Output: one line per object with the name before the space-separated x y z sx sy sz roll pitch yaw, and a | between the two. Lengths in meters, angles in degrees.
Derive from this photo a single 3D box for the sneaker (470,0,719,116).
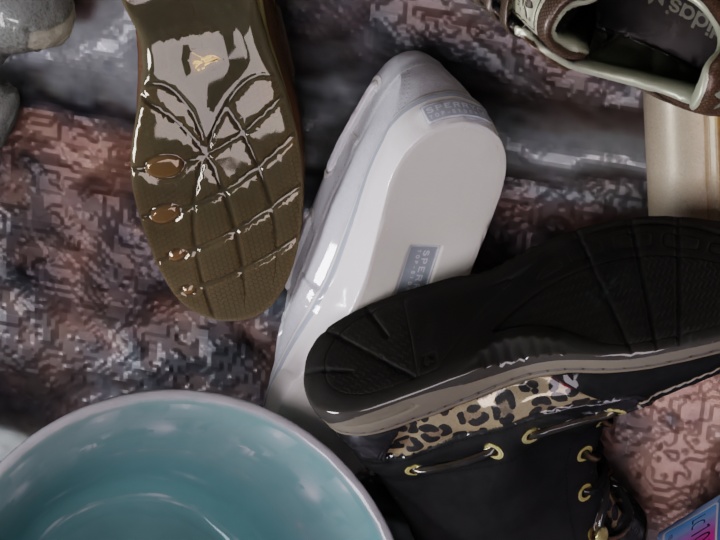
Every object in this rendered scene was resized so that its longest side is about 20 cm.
sneaker | 0.073 -0.119 1.016 0.199 0.075 0.071 26 121 21

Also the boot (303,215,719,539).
boot | 0.091 0.063 1.099 0.199 0.073 0.151 -17 135 9

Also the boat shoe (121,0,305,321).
boat shoe | -0.057 -0.080 1.097 0.071 0.068 0.202 -3 111 12

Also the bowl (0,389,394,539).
bowl | -0.087 0.151 1.122 0.199 0.105 0.203 1 86 -15

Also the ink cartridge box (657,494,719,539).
ink cartridge box | 0.237 0.120 1.089 0.199 0.077 0.136 -34 113 26

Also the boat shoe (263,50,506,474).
boat shoe | 0.000 0.000 1.118 0.071 0.069 0.201 -1 129 -21

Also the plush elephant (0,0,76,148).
plush elephant | -0.210 -0.013 1.116 0.200 0.164 0.156 -35 71 47

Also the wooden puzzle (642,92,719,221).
wooden puzzle | 0.207 -0.052 1.052 0.198 0.037 0.186 2 115 15
